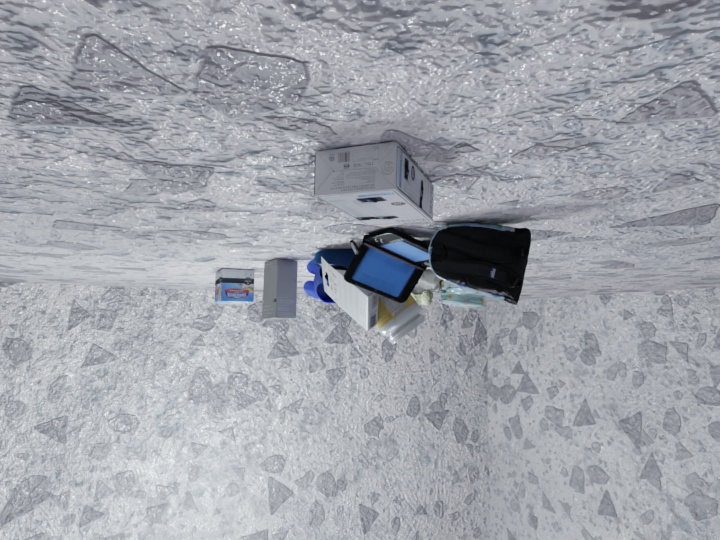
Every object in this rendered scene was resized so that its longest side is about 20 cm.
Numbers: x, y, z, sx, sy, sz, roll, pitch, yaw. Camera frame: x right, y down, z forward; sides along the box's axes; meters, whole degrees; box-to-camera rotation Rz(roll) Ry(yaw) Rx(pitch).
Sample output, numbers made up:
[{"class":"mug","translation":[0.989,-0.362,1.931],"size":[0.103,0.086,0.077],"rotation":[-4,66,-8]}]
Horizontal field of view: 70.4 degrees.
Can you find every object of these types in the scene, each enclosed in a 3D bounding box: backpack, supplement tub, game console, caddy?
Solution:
[{"class":"backpack","translation":[0.379,0.055,1.817],"size":[0.175,0.155,0.200],"rotation":[10,163,-27]},{"class":"backpack","translation":[0.244,-0.027,1.095],"size":[0.198,0.165,0.154],"rotation":[7,-171,4]},{"class":"supplement tub","translation":[0.085,0.103,1.522],"size":[0.145,0.201,0.145],"rotation":[-36,172,-6]},{"class":"game console","translation":[0.091,-0.005,1.244],"size":[0.199,0.117,0.175],"rotation":[22,164,-28]},{"class":"caddy","translation":[-0.087,0.033,1.640],"size":[0.105,0.143,0.199],"rotation":[11,-177,44]}]

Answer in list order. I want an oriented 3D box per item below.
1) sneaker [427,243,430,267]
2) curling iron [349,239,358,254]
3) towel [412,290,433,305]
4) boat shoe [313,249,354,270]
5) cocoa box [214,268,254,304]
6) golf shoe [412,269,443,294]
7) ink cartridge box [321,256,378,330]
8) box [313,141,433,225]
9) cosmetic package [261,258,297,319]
[{"class":"sneaker","translation":[0.179,-0.047,1.354],"size":[0.199,0.080,0.074],"rotation":[-17,122,33]},{"class":"curling iron","translation":[0.008,-0.009,1.377],"size":[0.049,0.026,0.200],"rotation":[27,157,39]},{"class":"towel","translation":[0.144,0.032,1.608],"size":[0.147,0.201,0.037],"rotation":[-3,-143,22]},{"class":"boat shoe","translation":[-0.034,-0.025,1.490],"size":[0.199,0.085,0.069],"rotation":[13,159,18]},{"class":"cocoa box","translation":[-0.518,0.069,2.091],"size":[0.132,0.132,0.200],"rotation":[3,173,-23]},{"class":"golf shoe","translation":[0.161,0.022,1.470],"size":[0.097,0.079,0.200],"rotation":[16,168,-18]},{"class":"ink cartridge box","translation":[-0.031,0.057,1.454],"size":[0.047,0.200,0.161],"rotation":[-33,146,-26]},{"class":"box","translation":[0.028,-0.115,0.726],"size":[0.116,0.061,0.200],"rotation":[-1,173,20]},{"class":"cosmetic package","translation":[-0.275,0.065,1.740],"size":[0.090,0.202,0.107],"rotation":[3,171,-37]}]
